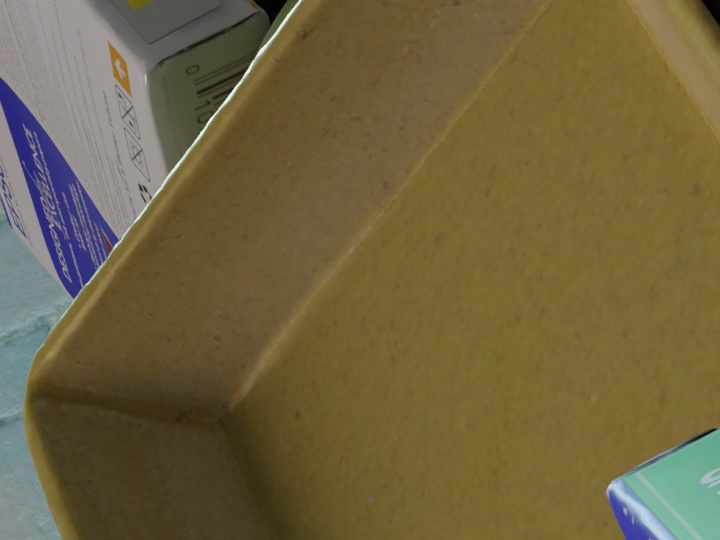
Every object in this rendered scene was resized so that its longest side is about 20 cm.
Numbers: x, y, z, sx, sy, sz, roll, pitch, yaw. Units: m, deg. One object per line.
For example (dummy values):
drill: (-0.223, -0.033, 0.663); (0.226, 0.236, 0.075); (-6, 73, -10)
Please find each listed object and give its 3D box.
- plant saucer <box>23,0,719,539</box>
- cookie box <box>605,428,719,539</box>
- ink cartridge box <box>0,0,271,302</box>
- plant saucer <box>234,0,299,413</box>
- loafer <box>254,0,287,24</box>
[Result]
plant saucer: (0.023, 0.028, 0.590); (0.048, 0.200, 0.200); (18, -148, -38)
cookie box: (0.105, 0.099, 0.303); (0.200, 0.075, 0.171); (-130, 15, -80)
ink cartridge box: (-0.071, -0.039, 0.858); (0.200, 0.047, 0.198); (51, 161, 44)
plant saucer: (0.000, 0.000, 0.772); (0.200, 0.031, 0.200); (7, -90, -70)
loafer: (-0.007, -0.027, 0.890); (0.200, 0.073, 0.071); (69, -160, -48)
